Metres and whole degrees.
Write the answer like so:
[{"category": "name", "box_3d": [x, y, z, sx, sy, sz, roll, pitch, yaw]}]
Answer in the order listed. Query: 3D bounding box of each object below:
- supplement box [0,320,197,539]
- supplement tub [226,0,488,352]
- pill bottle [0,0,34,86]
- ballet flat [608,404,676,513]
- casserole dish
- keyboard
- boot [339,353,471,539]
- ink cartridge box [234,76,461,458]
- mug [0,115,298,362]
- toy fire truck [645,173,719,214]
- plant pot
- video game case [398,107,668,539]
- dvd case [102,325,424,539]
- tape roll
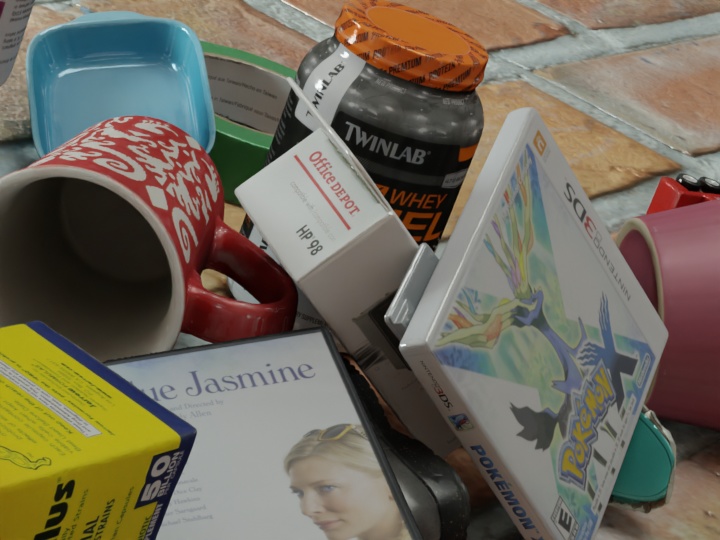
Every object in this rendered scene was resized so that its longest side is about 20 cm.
[{"category": "supplement box", "box_3d": [-0.185, 0.106, 1.108, 0.109, 0.109, 0.200, 32, 24, 27]}, {"category": "supplement tub", "box_3d": [0.001, -0.060, 1.566, 0.122, 0.200, 0.123, 18, 21, -7]}, {"category": "pill bottle", "box_3d": [-0.266, -0.182, 1.610, 0.113, 0.200, 0.113, 18, 21, -7]}, {"category": "ballet flat", "box_3d": [0.106, 0.084, 1.513, 0.200, 0.072, 0.072, 30, 22, 17]}, {"category": "casserole dish", "box_3d": [-0.161, -0.105, 1.679, 0.121, 0.039, 0.200, -4, 40, -8]}, {"category": "keyboard", "box_3d": [0.075, 0.071, 1.379, 0.011, 0.200, 0.056, -10, 41, 35]}, {"category": "boot", "box_3d": [-0.046, 0.098, 1.330, 0.131, 0.070, 0.200, -8, 28, -38]}, {"category": "ink cartridge box", "box_3d": [0.000, 0.000, 1.403, 0.200, 0.067, 0.116, 54, 0, -35]}, {"category": "mug", "box_3d": [-0.132, -0.001, 1.430, 0.177, 0.133, 0.200, 43, 15, -6]}, {"category": "toy fire truck", "box_3d": [0.298, -0.021, 1.966, 0.200, 0.049, 0.141, 5, 27, -39]}, {"category": "plant pot", "box_3d": [0.262, 0.029, 1.639, 0.178, 0.201, 0.200, 1, 25, -10]}, {"category": "video game case", "box_3d": [0.103, 0.039, 1.398, 0.022, 0.182, 0.200, -12, 36, 35]}, {"category": "dvd case", "box_3d": [-0.056, 0.104, 1.253, 0.142, 0.018, 0.200, -9, 40, -14]}, {"category": "tape roll", "box_3d": [-0.085, -0.106, 1.811, 0.200, 0.048, 0.201, 18, 22, -7]}]
